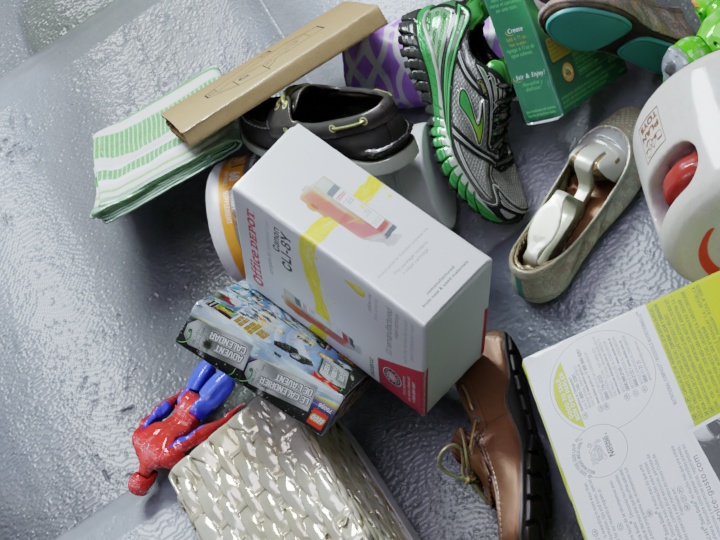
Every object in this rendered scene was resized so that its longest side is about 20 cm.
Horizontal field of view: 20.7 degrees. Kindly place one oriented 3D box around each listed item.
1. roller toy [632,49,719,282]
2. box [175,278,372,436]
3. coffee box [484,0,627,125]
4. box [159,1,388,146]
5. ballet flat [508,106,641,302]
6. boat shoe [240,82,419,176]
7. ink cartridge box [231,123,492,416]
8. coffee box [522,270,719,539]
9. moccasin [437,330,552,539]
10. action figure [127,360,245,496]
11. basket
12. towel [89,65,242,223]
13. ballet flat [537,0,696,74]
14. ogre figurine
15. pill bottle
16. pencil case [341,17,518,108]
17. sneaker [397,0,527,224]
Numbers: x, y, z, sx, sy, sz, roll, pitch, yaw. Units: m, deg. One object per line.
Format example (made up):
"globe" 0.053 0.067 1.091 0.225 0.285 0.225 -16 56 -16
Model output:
"roller toy" 0.309 -0.086 1.535 0.181 0.200 0.141 -23 56 17
"box" -0.061 0.065 1.585 0.136 0.200 0.040 32 100 5
"coffee box" 0.153 -0.238 1.665 0.044 0.201 0.123 -10 17 40
"box" -0.078 -0.174 1.716 0.199 0.021 0.163 -32 13 -5
"ballet flat" 0.188 -0.063 1.652 0.067 0.062 0.201 22 73 31
"boat shoe" -0.033 -0.129 1.648 0.200 0.061 0.072 13 44 45
"ink cartridge box" 0.000 0.000 1.551 0.200 0.145 0.083 36 66 22
"coffee box" 0.257 0.145 1.425 0.197 0.200 0.201 -25 57 10
"moccasin" 0.103 0.140 1.570 0.077 0.074 0.202 -20 56 12
"action figure" -0.138 0.111 1.707 0.065 0.052 0.200 30 78 37
"basket" -0.048 0.209 1.561 0.135 0.123 0.200 -40 55 8
"towel" -0.183 -0.118 1.809 0.152 0.023 0.200 -29 24 5
"ballet flat" 0.210 -0.215 1.649 0.068 0.199 0.068 -26 64 35
"ogre figurine" 0.320 -0.182 1.624 0.199 0.120 0.099 -21 57 11
"pill bottle" -0.025 -0.060 1.710 0.199 0.116 0.117 -13 59 17
"pencil case" 0.083 -0.190 1.757 0.199 0.084 0.086 0 25 21
"sneaker" 0.101 -0.135 1.673 0.085 0.078 0.201 -18 95 24
